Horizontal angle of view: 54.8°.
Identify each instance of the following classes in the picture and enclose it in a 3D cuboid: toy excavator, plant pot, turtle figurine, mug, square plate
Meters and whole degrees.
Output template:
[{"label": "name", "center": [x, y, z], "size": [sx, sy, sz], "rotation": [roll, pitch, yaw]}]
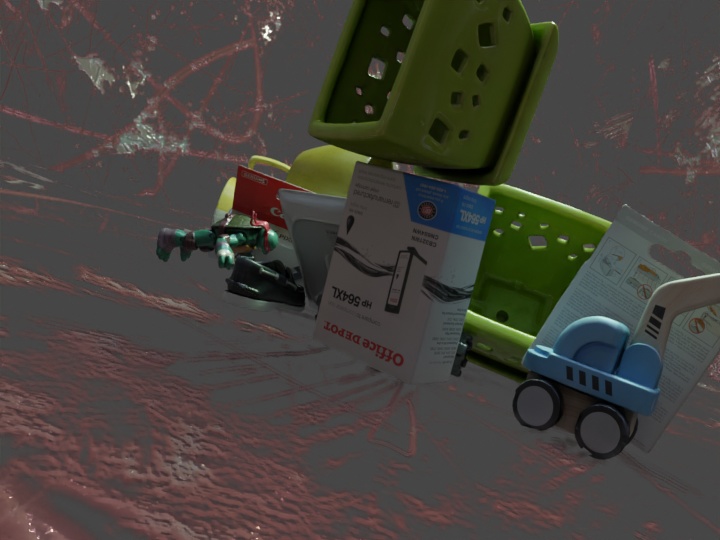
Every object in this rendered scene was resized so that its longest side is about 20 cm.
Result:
[{"label": "toy excavator", "center": [0.258, 0.074, 0.658], "size": [0.190, 0.206, 0.099], "rotation": [18, 4, 29]}, {"label": "plant pot", "center": [0.207, 0.035, 0.915], "size": [0.195, 0.203, 0.183], "rotation": [21, -25, 7]}, {"label": "turtle figurine", "center": [-0.191, -0.032, 1.024], "size": [0.194, 0.104, 0.150], "rotation": [5, -15, 17]}, {"label": "plant pot", "center": [-0.047, -0.131, 1.180], "size": [0.139, 0.205, 0.199], "rotation": [22, 5, 18]}, {"label": "plant pot", "center": [0.081, -0.201, 0.740], "size": [0.178, 0.204, 0.199], "rotation": [20, 1, -29]}, {"label": "mug", "center": [-0.179, -0.085, 1.249], "size": [0.149, 0.190, 0.151], "rotation": [18, 40, -1]}, {"label": "square plate", "center": [-0.016, -0.004, 0.911], "size": [0.196, 0.202, 0.028], "rotation": [12, 41, 33]}]

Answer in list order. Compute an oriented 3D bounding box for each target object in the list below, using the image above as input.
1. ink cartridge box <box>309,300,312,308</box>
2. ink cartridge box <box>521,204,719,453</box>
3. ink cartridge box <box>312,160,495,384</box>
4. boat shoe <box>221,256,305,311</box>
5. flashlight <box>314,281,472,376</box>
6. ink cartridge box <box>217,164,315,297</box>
[{"label": "ink cartridge box", "center": [0.000, 0.000, 1.000], "size": [0.195, 0.140, 0.076], "rotation": [17, 32, 20]}, {"label": "ink cartridge box", "center": [0.289, 0.061, 0.734], "size": [0.159, 0.203, 0.050], "rotation": [34, 9, 18]}, {"label": "ink cartridge box", "center": [0.044, 0.002, 0.748], "size": [0.143, 0.206, 0.083], "rotation": [18, 6, 37]}, {"label": "boat shoe", "center": [-0.114, 0.017, 0.914], "size": [0.074, 0.062, 0.200], "rotation": [17, 3, 11]}, {"label": "flashlight", "center": [0.041, 0.071, 0.860], "size": [0.195, 0.070, 0.068], "rotation": [22, 31, 17]}, {"label": "ink cartridge box", "center": [-0.118, -0.050, 1.082], "size": [0.195, 0.179, 0.045], "rotation": [20, 44, -1]}]
